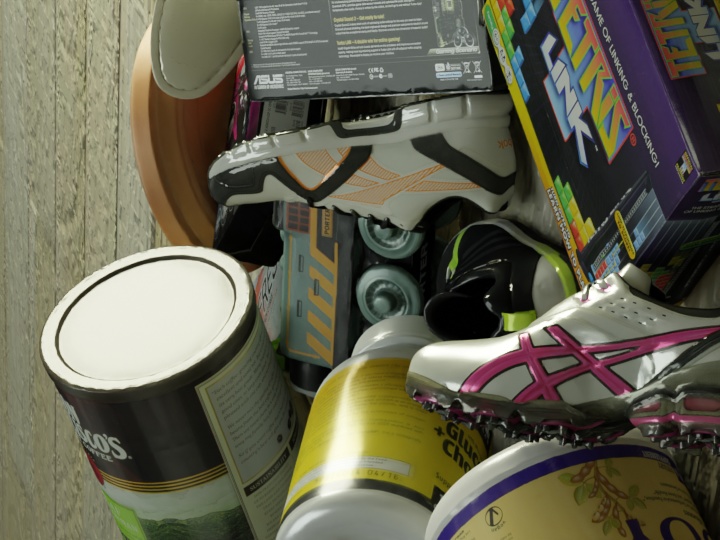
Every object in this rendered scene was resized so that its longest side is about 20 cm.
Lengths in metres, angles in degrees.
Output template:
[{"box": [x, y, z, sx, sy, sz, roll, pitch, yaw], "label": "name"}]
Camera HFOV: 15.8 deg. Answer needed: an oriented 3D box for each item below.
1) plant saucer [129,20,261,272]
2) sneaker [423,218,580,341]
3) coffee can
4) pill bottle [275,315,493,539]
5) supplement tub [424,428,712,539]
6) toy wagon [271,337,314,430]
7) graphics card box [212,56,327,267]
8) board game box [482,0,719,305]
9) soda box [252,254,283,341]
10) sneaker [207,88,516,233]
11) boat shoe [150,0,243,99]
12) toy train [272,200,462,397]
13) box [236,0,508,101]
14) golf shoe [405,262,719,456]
[{"box": [-0.097, -0.096, 1.849, 0.032, 0.200, 0.200, -7, 93, 29], "label": "plant saucer"}, {"box": [0.071, 0.010, 1.523, 0.200, 0.083, 0.072, -172, 74, -70], "label": "sneaker"}, {"box": [-0.114, 0.105, 1.739, 0.146, 0.146, 0.200, 53, 166, 53], "label": "coffee can"}, {"box": [0.019, 0.116, 1.523, 0.200, 0.112, 0.112, -75, -8, -53], "label": "pill bottle"}, {"box": [0.130, 0.196, 1.348, 0.145, 0.145, 0.200, 105, 149, -50], "label": "supplement tub"}, {"box": [-0.020, 0.117, 1.811, 0.200, 0.040, 0.155, 21, 140, 59], "label": "toy wagon"}, {"box": [-0.056, -0.117, 1.774, 0.125, 0.051, 0.200, 127, 152, -63], "label": "graphics card box"}, {"box": [0.136, -0.098, 1.330, 0.165, 0.057, 0.200, 114, 142, -60], "label": "board game box"}, {"box": [-0.026, 0.013, 1.813, 0.200, 0.068, 0.064, 127, 140, -64], "label": "soda box"}, {"box": [0.000, -0.055, 1.556, 0.074, 0.200, 0.080, -22, -79, -67], "label": "sneaker"}, {"box": [-0.094, -0.207, 1.756, 0.060, 0.072, 0.200, 145, 141, -80], "label": "boat shoe"}, {"box": [0.000, 0.000, 1.657, 0.114, 0.085, 0.200, 13, 118, 23], "label": "toy train"}, {"box": [0.007, -0.184, 1.541, 0.200, 0.044, 0.160, 0, 101, 43], "label": "box"}, {"box": [0.120, 0.044, 1.301, 0.073, 0.200, 0.092, 29, -116, -64], "label": "golf shoe"}]
